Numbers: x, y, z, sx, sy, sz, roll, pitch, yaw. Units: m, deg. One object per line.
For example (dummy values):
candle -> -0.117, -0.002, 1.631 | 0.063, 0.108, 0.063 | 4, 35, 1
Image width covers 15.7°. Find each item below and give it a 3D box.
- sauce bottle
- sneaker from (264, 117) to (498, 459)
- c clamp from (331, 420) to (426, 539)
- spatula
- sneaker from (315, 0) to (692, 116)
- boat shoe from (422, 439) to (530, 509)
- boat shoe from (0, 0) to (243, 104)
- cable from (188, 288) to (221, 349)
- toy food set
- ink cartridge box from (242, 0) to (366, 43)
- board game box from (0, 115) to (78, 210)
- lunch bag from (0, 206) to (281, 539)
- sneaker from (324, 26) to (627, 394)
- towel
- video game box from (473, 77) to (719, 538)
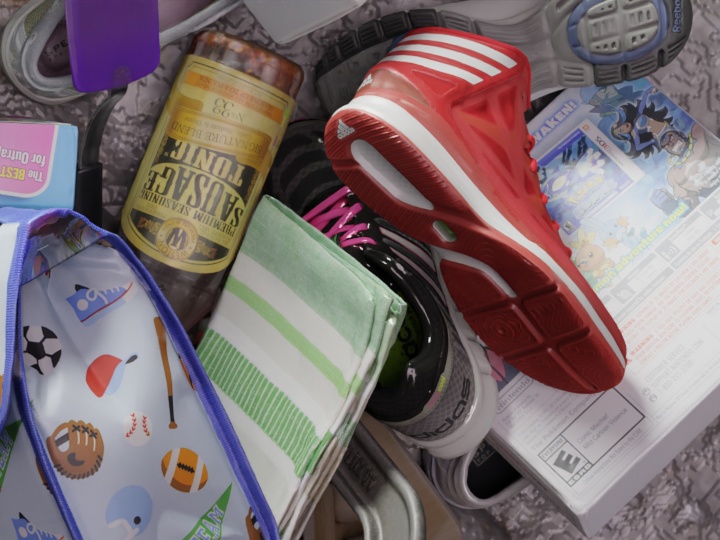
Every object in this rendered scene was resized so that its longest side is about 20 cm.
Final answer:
sauce bottle -> -0.090, -0.021, 1.335 | 0.066, 0.066, 0.201 | 20, 86, -17
sneaker -> 0.000, 0.000, 1.318 | 0.074, 0.087, 0.200 | -33, 67, 16
c clamp -> -0.038, 0.150, 1.257 | 0.027, 0.200, 0.171 | 25, 110, -34
spatula -> -0.131, -0.063, 1.304 | 0.056, 0.021, 0.201 | -20, 136, -38
sneaker -> 0.075, -0.114, 1.377 | 0.199, 0.087, 0.075 | -11, 100, 4
boat shoe -> 0.120, 0.055, 1.406 | 0.074, 0.065, 0.200 | 43, 83, -15
boat shoe -> -0.093, -0.154, 1.326 | 0.202, 0.065, 0.075 | -35, 104, -11
cable -> -0.058, 0.103, 1.341 | 0.097, 0.050, 0.201 | 5, 69, -12
toy food set -> 0.027, 0.184, 1.314 | 0.060, 0.201, 0.144 | -15, 141, 17
ink cartridge box -> -0.006, -0.235, 1.300 | 0.145, 0.083, 0.200 | 50, 60, -13
board game box -> -0.246, -0.057, 1.245 | 0.199, 0.153, 0.041 | 2, 94, -16
lunch bag -> -0.153, 0.068, 1.208 | 0.124, 0.170, 0.201 | -31, 107, -36
sneaker -> 0.081, -0.040, 1.293 | 0.200, 0.078, 0.116 | 49, 53, -21
towel -> -0.056, 0.077, 1.274 | 0.023, 0.152, 0.201 | 19, 100, -34
video game box -> 0.124, 0.009, 1.362 | 0.200, 0.047, 0.182 | -42, 66, -9
